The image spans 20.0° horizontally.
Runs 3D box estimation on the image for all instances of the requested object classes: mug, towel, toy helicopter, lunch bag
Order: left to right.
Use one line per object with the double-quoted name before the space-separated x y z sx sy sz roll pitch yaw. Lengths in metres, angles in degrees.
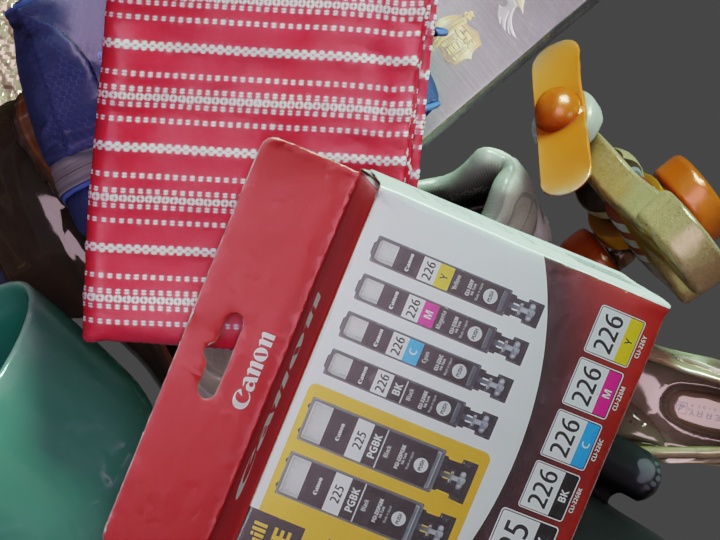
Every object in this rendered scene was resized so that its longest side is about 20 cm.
"mug" -0.176 0.096 1.002 0.114 0.185 0.152 43 83 -21
"lunch bag" -0.054 -0.088 0.955 0.198 0.136 0.133 -20 93 -2
"towel" -0.042 -0.063 0.876 0.143 0.022 0.202 5 98 -7
"toy helicopter" 0.127 -0.037 0.960 0.079 0.200 0.133 -36 104 2

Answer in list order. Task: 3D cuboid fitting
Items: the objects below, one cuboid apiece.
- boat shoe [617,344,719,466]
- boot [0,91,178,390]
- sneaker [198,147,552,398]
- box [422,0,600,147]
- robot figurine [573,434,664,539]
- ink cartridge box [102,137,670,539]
"boat shoe" 0.113 0.061 1.025 0.198 0.065 0.073 10 88 4
"boot" -0.141 0.005 1.054 0.096 0.075 0.201 -24 98 27
"sneaker" 0.000 0.000 1.011 0.199 0.081 0.075 -28 61 -7
"box" 0.001 -0.139 1.047 0.200 0.048 0.159 -39 86 2
"robot figurine" 0.076 0.157 0.981 0.199 0.125 0.151 32 52 -20
"ink cartridge box" 0.005 0.068 0.848 0.174 0.084 0.202 21 95 -8
